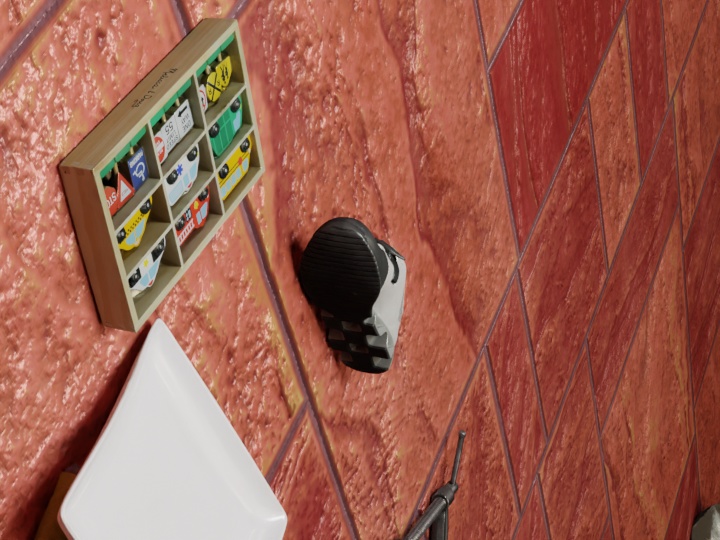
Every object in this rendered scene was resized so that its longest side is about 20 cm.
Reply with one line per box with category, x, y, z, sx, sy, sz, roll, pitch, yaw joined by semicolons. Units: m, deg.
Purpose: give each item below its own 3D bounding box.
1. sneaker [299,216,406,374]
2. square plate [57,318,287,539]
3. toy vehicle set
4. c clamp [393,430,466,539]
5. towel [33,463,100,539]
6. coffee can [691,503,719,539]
sneaker;0.000;0.000;1.310;0.201;0.073;0.089;80;27;-56
square plate;-0.125;0.167;1.027;0.199;0.028;0.201;61;27;-26
toy vehicle set;-0.128;-0.069;1.035;0.200;0.026;0.125;-57;146;-46
c clamp;0.063;0.287;1.614;0.200;0.027;0.172;-45;143;-57
towel;-0.190;0.238;0.994;0.144;0.023;0.201;61;42;-56
coffee can;0.798;0.589;3.285;0.200;0.145;0.148;44;57;-63
